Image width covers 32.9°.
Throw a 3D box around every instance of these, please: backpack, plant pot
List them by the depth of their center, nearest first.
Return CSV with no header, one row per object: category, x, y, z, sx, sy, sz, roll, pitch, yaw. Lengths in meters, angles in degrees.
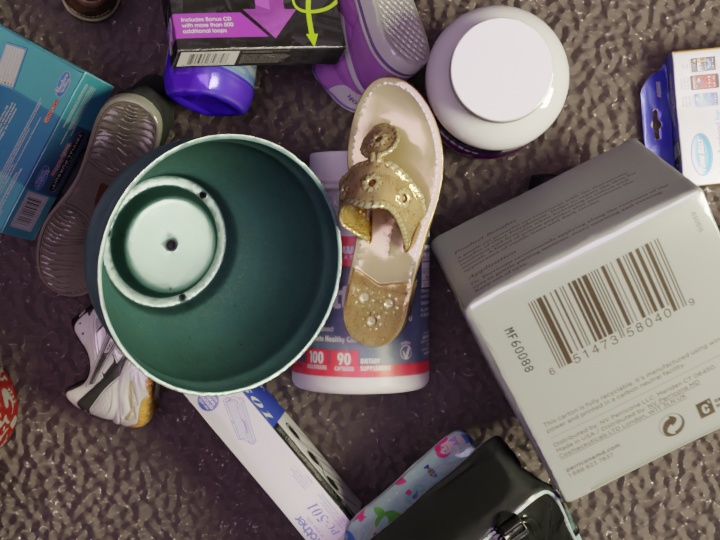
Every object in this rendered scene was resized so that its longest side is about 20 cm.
plant pot,-0.134,-0.013,0.971,0.200,0.134,0.201,-6,103,-30
backpack,0.095,0.247,1.021,0.178,0.151,0.200,-41,130,-7

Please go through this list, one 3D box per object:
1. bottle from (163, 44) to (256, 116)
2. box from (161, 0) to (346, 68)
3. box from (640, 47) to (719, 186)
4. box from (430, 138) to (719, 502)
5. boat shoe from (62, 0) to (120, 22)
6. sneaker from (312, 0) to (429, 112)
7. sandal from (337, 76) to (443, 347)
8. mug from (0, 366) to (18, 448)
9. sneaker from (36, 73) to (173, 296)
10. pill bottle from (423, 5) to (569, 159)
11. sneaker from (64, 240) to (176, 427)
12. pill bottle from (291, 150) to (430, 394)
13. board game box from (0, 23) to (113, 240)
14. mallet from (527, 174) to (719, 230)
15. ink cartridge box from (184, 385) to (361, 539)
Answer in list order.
bottle,-0.120,-0.238,1.057,0.065,0.084,0.200,2,79,27
box,-0.099,-0.265,1.007,0.143,0.036,0.200,-6,73,-20
box,0.349,-0.137,1.063,0.200,0.041,0.119,-6,92,1
box,0.194,0.036,0.987,0.199,0.171,0.200,-27,110,4
boat shoe,-0.225,-0.321,1.059,0.075,0.075,0.203,0,95,-11
sneaker,-0.011,-0.233,1.060,0.073,0.114,0.201,10,60,-34
sandal,0.017,-0.041,0.933,0.078,0.070,0.212,7,100,12
mug,-0.378,0.149,1.026,0.133,0.200,0.178,13,93,2
sneaker,-0.214,-0.074,1.072,0.075,0.106,0.200,28,112,-7
pill bottle,0.107,-0.151,0.992,0.112,0.200,0.113,0,92,3
sneaker,-0.210,0.037,1.077,0.088,0.076,0.200,12,92,2
pill bottle,0.000,0.000,1.044,0.119,0.120,0.200,0,92,3
board game box,-0.330,-0.139,1.057,0.200,0.047,0.151,30,93,23
mallet,0.240,-0.032,1.075,0.200,0.041,0.066,15,93,-2
ink cartridge box,-0.079,0.151,1.065,0.044,0.094,0.200,-40,90,3
